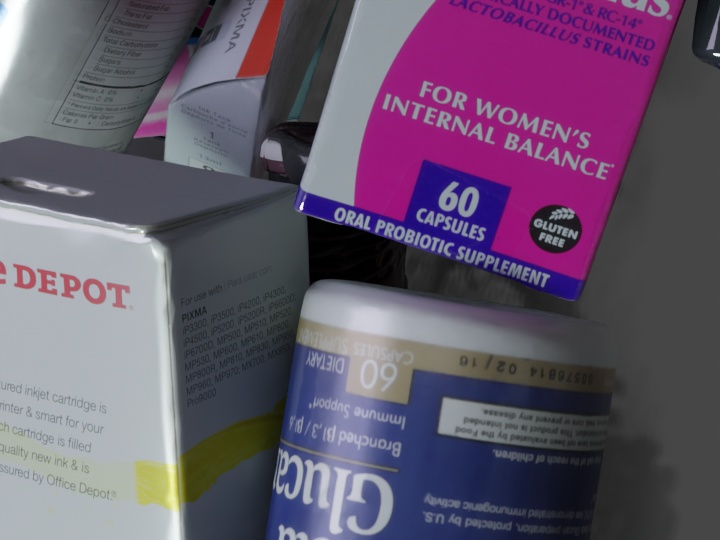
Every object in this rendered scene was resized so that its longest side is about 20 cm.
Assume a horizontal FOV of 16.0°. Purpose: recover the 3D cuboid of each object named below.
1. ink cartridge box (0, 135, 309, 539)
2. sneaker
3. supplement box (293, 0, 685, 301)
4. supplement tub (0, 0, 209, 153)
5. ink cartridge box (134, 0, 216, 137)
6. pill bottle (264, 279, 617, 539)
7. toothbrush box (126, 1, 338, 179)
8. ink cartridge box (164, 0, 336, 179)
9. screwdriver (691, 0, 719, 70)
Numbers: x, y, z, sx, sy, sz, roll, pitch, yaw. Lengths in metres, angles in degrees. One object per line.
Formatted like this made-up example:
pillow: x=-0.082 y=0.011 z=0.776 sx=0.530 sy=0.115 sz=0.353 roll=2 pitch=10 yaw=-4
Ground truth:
ink cartridge box: x=-0.093 y=0.062 z=0.927 sx=0.144 sy=0.083 sz=0.202 roll=11 pitch=111 yaw=36
sneaker: x=0.000 y=0.000 z=1.018 sx=0.200 sy=0.075 sz=0.116 roll=-68 pitch=-21 yaw=-87
supplement box: x=0.057 y=-0.109 z=0.834 sx=0.103 sy=0.101 sz=0.201 roll=-71 pitch=-2 yaw=-65
supplement tub: x=-0.125 y=-0.128 z=1.048 sx=0.201 sy=0.131 sz=0.132 roll=-59 pitch=29 yaw=28
ink cartridge box: x=-0.145 y=-0.105 z=1.162 sx=0.037 sy=0.198 sz=0.095 roll=-97 pitch=4 yaw=-58
pill bottle: x=0.020 y=0.109 z=0.877 sx=0.111 sy=0.110 sz=0.202 roll=-170 pitch=88 yaw=-70
toothbrush box: x=-0.088 y=-0.148 z=1.218 sx=0.085 sy=0.145 sz=0.201 roll=-112 pitch=35 yaw=-55
ink cartridge box: x=-0.029 y=-0.138 z=1.033 sx=0.200 sy=0.057 sz=0.163 roll=96 pitch=-165 yaw=-68
screwdriver: x=0.136 y=-0.161 z=0.799 sx=0.029 sy=0.028 sz=0.201 roll=-20 pitch=-57 yaw=-80
